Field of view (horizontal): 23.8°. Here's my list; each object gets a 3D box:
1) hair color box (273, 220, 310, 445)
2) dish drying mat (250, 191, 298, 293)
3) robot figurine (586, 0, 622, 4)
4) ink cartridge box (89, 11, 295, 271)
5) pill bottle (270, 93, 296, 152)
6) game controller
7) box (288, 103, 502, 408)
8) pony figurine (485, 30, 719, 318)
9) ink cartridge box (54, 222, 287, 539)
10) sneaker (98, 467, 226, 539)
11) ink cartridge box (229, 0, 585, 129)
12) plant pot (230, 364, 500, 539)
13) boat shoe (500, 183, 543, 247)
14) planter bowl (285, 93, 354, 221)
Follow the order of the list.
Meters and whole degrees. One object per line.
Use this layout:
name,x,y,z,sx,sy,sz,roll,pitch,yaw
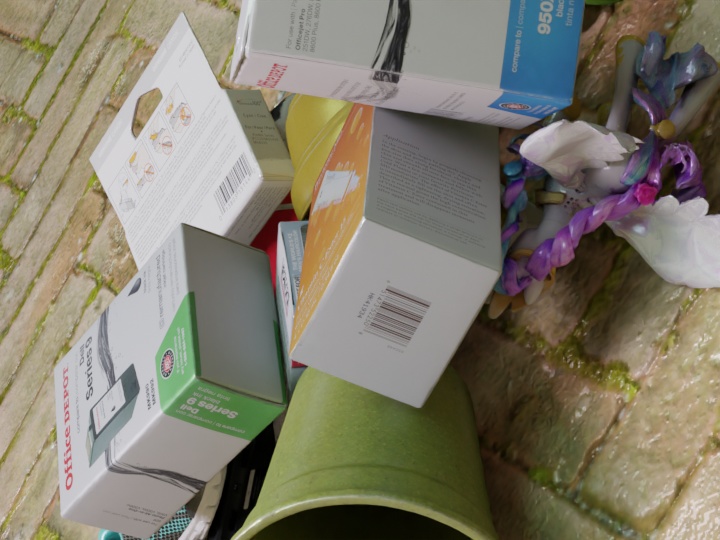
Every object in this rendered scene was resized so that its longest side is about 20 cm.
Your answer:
hair color box,-0.031,0.070,1.269,0.100,0.060,0.201,-102,12,-46
dish drying mat,-0.095,-0.010,1.470,0.200,0.076,0.018,-55,7,37
robot figurine,0.163,-0.272,1.290,0.177,0.115,0.200,-64,30,14
ink cartridge box,-0.145,-0.087,1.448,0.200,0.044,0.177,-49,56,40
pill bottle,-0.091,-0.060,1.511,0.200,0.106,0.107,-38,39,34
game controller,-0.077,0.180,1.385,0.104,0.042,0.202,-11,57,35
box,0.026,-0.030,1.141,0.201,0.097,0.125,-84,19,-54
pony figurine,0.167,-0.063,1.119,0.193,0.166,0.201,-23,33,55
ink cartridge box,-0.148,0.087,1.282,0.200,0.084,0.147,-45,40,35
sneaker,-0.164,0.186,1.388,0.078,0.090,0.201,-91,18,-54
ink cartridge box,0.024,-0.148,1.053,0.145,0.198,0.085,172,106,-82
plant pot,0.011,0.153,1.145,0.200,0.200,0.185,-40,26,31
boat shoe,0.074,-0.045,1.291,0.071,0.070,0.200,-60,32,3
planter bowl,0.003,-0.122,1.331,0.084,0.200,0.200,49,116,10
